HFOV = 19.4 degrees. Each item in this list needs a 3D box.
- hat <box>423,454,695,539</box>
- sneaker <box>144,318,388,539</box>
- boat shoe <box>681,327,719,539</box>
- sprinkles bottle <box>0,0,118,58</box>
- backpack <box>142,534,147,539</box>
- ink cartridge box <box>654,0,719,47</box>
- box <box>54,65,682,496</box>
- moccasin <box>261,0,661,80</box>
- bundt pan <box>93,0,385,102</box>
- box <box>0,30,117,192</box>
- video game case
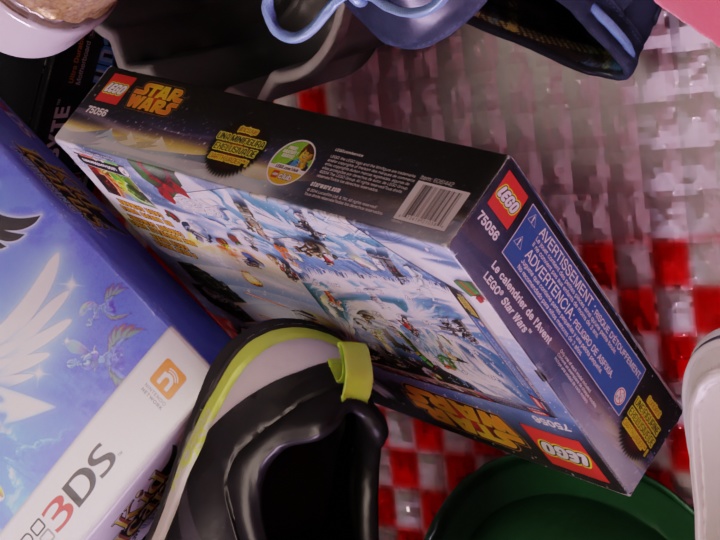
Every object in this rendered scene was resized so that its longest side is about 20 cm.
[{"bbox_3d":[0.029,0.155,0.676,0.199,0.176,0.167,7,101,46],"label":"hat"},{"bbox_3d":[-0.038,0.113,0.713,0.083,0.071,0.201,39,121,58],"label":"sneaker"},{"bbox_3d":[0.133,0.114,0.639,0.072,0.066,0.201,-17,85,47],"label":"boat shoe"},{"bbox_3d":[-0.069,-0.139,0.696,0.200,0.068,0.069,-28,77,47],"label":"sprinkles bottle"},{"bbox_3d":[-0.089,0.177,0.847,0.182,0.134,0.201,31,119,40],"label":"backpack"},{"bbox_3d":[0.171,-0.138,0.488,0.083,0.146,0.201,41,126,33],"label":"ink cartridge box"},{"bbox_3d":[0.000,0.000,0.723,0.199,0.040,0.137,17,154,44],"label":"box"},{"bbox_3d":[0.023,-0.097,0.614,0.080,0.199,0.069,1,85,56],"label":"moccasin"},{"bbox_3d":[-0.031,-0.159,0.757,0.201,0.076,0.203,12,107,45],"label":"bundt pan"},{"bbox_3d":[-0.174,-0.136,0.938,0.200,0.046,0.160,40,122,35],"label":"box"},{"bbox_3d":[-0.161,0.042,0.799,0.200,0.045,0.181,44,102,21],"label":"video game case"}]
